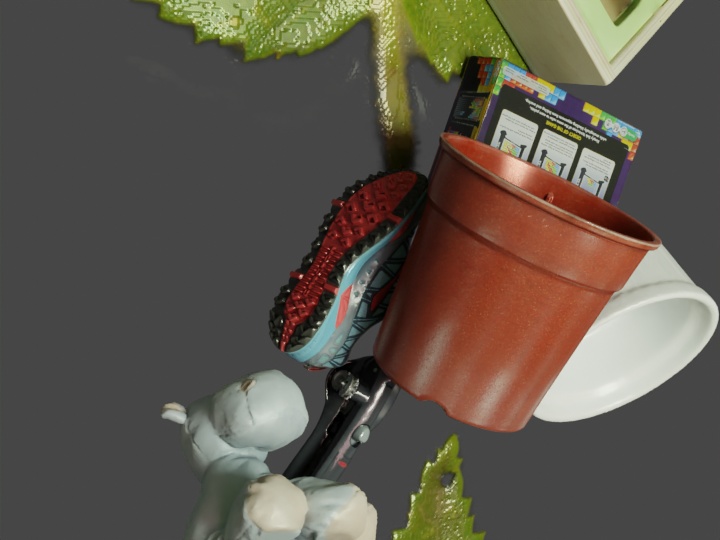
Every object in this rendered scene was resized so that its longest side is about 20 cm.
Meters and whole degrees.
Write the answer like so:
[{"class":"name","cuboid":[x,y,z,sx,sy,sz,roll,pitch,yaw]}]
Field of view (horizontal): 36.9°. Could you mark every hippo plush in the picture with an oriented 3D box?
[{"class":"hippo plush","cuboid":[-0.082,0.176,0.897,0.159,0.161,0.200,22,132,-41]}]

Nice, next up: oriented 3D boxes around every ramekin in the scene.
[{"class":"ramekin","cuboid":[0.232,0.051,1.043,0.200,0.098,0.201,-16,145,-12]}]

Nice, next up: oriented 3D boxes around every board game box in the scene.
[{"class":"board game box","cuboid":[0.165,-0.093,1.044,0.200,0.057,0.166,19,92,-34]}]

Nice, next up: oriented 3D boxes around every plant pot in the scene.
[{"class":"plant pot","cuboid":[0.115,0.015,0.907,0.200,0.201,0.196,16,108,-33]}]

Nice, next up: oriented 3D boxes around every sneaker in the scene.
[{"class":"sneaker","cuboid":[0.000,0.000,0.964,0.200,0.079,0.096,-53,139,-6]}]

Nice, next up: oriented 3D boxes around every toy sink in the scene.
[{"class":"toy sink","cuboid":[0.230,-0.289,1.006,0.200,0.112,0.130,-47,121,-15]}]

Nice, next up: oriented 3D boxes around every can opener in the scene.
[{"class":"can opener","cuboid":[-0.026,0.163,0.976,0.079,0.063,0.200,40,79,-32]}]
